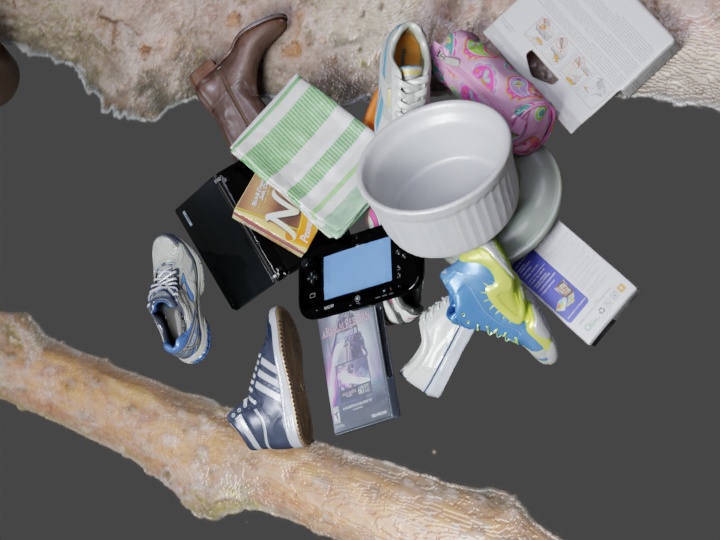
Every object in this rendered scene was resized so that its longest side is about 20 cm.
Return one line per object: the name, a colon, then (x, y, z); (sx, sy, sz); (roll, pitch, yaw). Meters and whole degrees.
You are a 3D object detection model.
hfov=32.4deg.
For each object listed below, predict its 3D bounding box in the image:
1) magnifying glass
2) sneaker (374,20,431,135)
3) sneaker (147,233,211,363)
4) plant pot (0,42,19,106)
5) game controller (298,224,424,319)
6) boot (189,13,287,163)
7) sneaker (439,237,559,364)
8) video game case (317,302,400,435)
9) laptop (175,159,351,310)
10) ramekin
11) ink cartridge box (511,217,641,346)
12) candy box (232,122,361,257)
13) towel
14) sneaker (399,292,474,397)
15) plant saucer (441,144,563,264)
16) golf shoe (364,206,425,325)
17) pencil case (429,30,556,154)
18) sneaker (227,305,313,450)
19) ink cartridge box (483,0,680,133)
magnifying glass: (-0.004, -0.156, 1.705); (0.079, 0.022, 0.202); (24, 83, -11)
sneaker: (0.059, -0.231, 1.648); (0.076, 0.081, 0.202); (-3, 79, -10)
sneaker: (-0.275, 0.035, 1.830); (0.076, 0.085, 0.202); (-23, 73, 21)
plant pot: (-0.652, -0.333, 1.998); (0.185, 0.200, 0.189); (-4, 81, 24)
game controller: (0.000, 0.000, 1.627); (0.198, 0.042, 0.105); (-17, 54, 32)
boot: (-0.138, -0.250, 1.820); (0.186, 0.064, 0.201); (-36, 72, 16)
sneaker: (0.170, 0.053, 1.575); (0.104, 0.076, 0.201); (-30, 109, 10)
video game case: (-0.007, 0.113, 1.690); (0.142, 0.019, 0.202); (-26, 70, 53)
laptop: (-0.143, -0.069, 1.795); (0.199, 0.103, 0.178); (-31, 89, -7)
ramekin: (0.103, -0.110, 1.543); (0.198, 0.098, 0.202); (-14, 44, 14)
ink cartridge box: (0.258, -0.003, 1.605); (0.200, 0.037, 0.095); (44, 101, 22)
candy box: (-0.081, -0.135, 1.726); (0.115, 0.055, 0.201); (29, 81, -4)
towel: (-0.059, -0.156, 1.677); (0.200, 0.023, 0.153); (39, 81, 12)
sneaker: (0.114, 0.068, 1.636); (0.070, 0.073, 0.202); (25, 95, 0)
plant saucer: (0.165, -0.100, 1.623); (0.198, 0.050, 0.202); (-16, 57, 26)
golf shoe: (0.057, -0.028, 1.672); (0.092, 0.072, 0.203); (-11, 81, 57)
pencil case: (0.171, -0.238, 1.633); (0.088, 0.087, 0.200); (-48, 54, 12)
sneaker: (-0.136, 0.157, 1.755); (0.107, 0.070, 0.202); (-13, 80, 22)
ink cartridge box: (0.288, -0.303, 1.627); (0.176, 0.045, 0.201); (-42, 67, 14)
